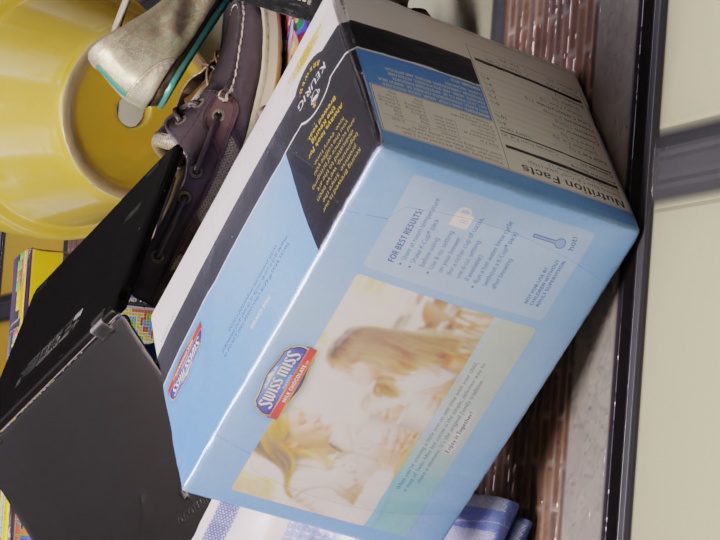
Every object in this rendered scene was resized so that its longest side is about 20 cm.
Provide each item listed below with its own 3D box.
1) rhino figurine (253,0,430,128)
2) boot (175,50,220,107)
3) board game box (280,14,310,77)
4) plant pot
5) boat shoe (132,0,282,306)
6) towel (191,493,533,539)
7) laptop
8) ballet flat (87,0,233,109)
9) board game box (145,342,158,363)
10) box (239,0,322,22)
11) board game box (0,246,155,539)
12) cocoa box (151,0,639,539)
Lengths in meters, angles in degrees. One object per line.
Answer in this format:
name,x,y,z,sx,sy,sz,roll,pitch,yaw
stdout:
rhino figurine,-0.018,-0.054,1.452,0.200,0.060,0.087,-55,38,0
boot,-0.072,-0.121,1.783,0.074,0.075,0.200,-99,22,-59
board game box,-0.021,-0.091,1.638,0.134,0.045,0.201,-146,63,-74
plant pot,-0.202,-0.119,2.078,0.189,0.200,0.201,7,92,60
boat shoe,-0.091,-0.070,1.654,0.072,0.065,0.201,148,134,-76
towel,-0.019,0.156,1.328,0.200,0.024,0.147,10,68,48
laptop,-0.128,0.071,1.607,0.187,0.116,0.200,-41,25,46
ballet flat,-0.098,-0.181,1.712,0.200,0.062,0.067,-57,1,-36
board game box,-0.093,0.140,1.653,0.147,0.064,0.201,-16,62,30
box,-0.015,-0.240,1.441,0.200,0.086,0.164,-58,-16,-60
board game box,-0.146,0.094,1.811,0.057,0.165,0.201,156,119,-73
cocoa box,0.010,0.003,1.247,0.200,0.133,0.131,-60,26,28
